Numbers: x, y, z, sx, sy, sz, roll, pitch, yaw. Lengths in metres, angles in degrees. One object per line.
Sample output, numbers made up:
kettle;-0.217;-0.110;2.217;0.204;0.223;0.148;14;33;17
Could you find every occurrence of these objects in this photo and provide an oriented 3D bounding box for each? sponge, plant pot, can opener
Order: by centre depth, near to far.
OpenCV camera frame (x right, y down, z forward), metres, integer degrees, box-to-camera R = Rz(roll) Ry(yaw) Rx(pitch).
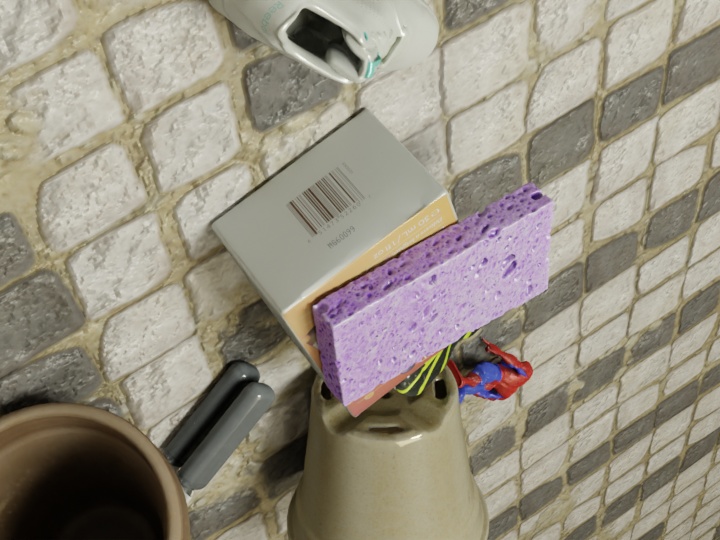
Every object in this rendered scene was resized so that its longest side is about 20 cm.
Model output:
sponge;0.058;0.019;0.951;0.200;0.030;0.112;-29;146;-18
plant pot;-0.219;0.219;0.975;0.200;0.200;0.175;-35;161;-8
can opener;-0.153;0.163;1.087;0.200;0.053;0.066;-48;147;12
plant pot;0.025;0.175;1.186;0.200;0.200;0.184;-24;133;-25

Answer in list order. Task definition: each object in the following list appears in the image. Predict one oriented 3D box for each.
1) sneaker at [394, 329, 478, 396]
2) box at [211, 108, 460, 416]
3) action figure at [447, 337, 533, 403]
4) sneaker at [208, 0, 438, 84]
sneaker;0.073;0.027;1.148;0.200;0.076;0.075;-41;151;-36
box;0.000;0.000;0.996;0.152;0.106;0.200;-38;148;-5
action figure;0.130;0.111;1.329;0.065;0.052;0.200;-48;153;22
sneaker;-0.007;-0.151;0.819;0.200;0.088;0.075;3;127;-49
